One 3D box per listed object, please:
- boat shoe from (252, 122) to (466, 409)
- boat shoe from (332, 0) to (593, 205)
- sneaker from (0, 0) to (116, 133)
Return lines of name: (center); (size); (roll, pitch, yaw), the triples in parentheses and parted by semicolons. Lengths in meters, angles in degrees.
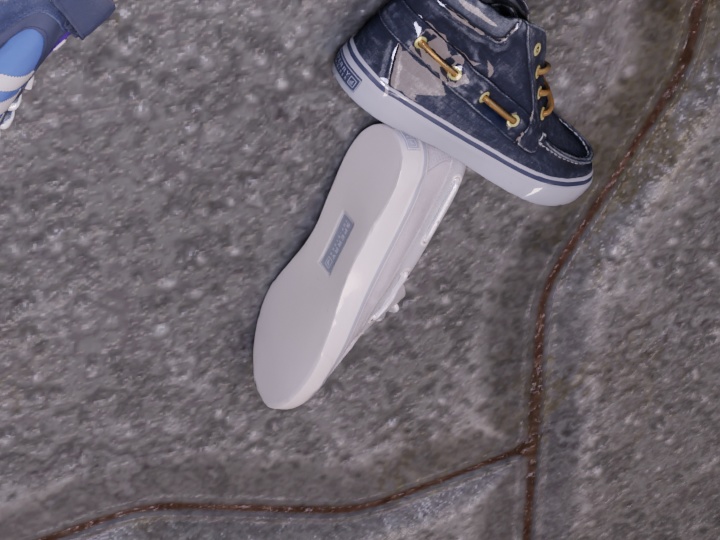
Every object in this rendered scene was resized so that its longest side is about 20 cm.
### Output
boat shoe: (0.000, 0.000, 1.205); (0.068, 0.072, 0.201); (6, 119, -37)
boat shoe: (0.083, -0.104, 1.139); (0.200, 0.071, 0.091); (21, 122, -42)
sneaker: (-0.161, -0.113, 0.968); (0.146, 0.081, 0.200); (-30, 161, -29)
